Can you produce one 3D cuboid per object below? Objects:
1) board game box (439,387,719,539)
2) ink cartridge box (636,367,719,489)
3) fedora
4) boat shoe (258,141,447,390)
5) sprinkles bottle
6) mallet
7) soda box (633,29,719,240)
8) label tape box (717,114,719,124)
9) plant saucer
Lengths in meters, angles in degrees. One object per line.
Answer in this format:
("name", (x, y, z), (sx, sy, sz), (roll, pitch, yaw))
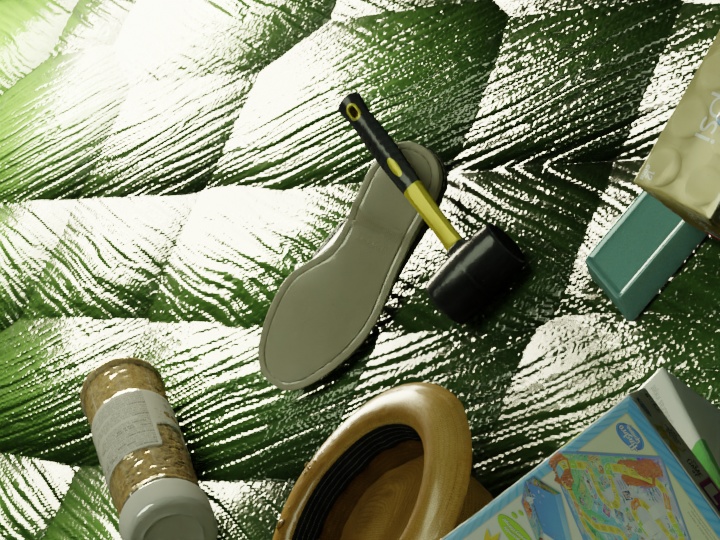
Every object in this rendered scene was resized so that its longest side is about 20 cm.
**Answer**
("board game box", (0.149, 0.180, 1.314), (0.134, 0.201, 0.034), (-39, -10, 18))
("ink cartridge box", (0.142, 0.178, 1.416), (0.200, 0.084, 0.146), (-46, 33, 16))
("fedora", (0.022, 0.169, 1.600), (0.200, 0.082, 0.202), (-40, 35, 35))
("boat shoe", (0.000, 0.000, 1.838), (0.201, 0.072, 0.063), (-57, -13, 7))
("sprinkles bottle", (-0.157, 0.140, 1.892), (0.068, 0.068, 0.200), (-48, 31, 12))
("mallet", (0.033, -0.043, 1.766), (0.066, 0.041, 0.200), (-51, 54, 10))
("soda box", (0.249, -0.115, 1.543), (0.068, 0.064, 0.201), (29, 89, 44))
("label tape box", (0.290, -0.119, 1.391), (0.201, 0.066, 0.144), (-64, 33, 27))
("plant saucer", (0.215, -0.061, 1.611), (0.200, 0.019, 0.070), (-49, 31, 9))
